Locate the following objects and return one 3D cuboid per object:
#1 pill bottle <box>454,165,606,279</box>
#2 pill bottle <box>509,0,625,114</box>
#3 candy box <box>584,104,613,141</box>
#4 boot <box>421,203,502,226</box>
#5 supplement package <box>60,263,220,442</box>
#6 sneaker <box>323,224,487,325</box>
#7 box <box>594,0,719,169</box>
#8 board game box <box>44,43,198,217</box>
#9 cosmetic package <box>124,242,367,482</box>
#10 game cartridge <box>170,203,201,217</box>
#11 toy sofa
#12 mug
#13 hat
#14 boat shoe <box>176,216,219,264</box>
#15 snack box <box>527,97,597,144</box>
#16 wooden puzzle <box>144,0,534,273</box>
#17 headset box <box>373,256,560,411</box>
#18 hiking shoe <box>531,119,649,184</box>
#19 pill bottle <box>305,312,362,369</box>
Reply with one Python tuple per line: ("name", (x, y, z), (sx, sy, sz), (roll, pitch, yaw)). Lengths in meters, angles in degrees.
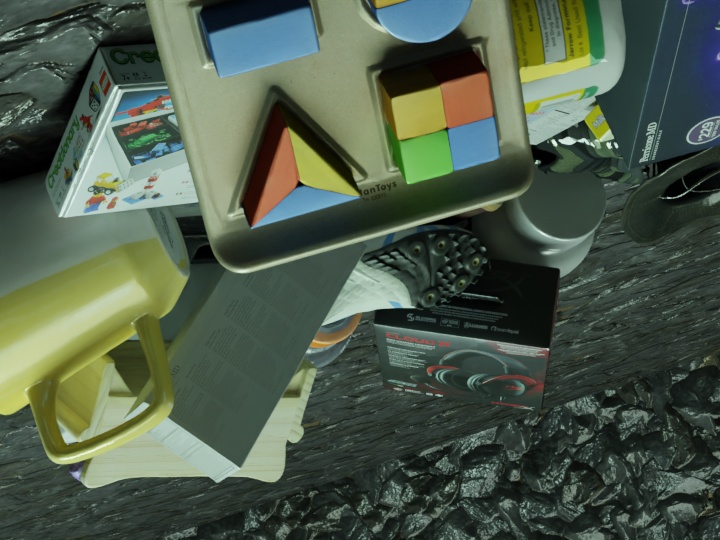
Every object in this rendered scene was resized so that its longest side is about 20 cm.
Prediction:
("pill bottle", (0.137, -0.033, 1.554), (0.110, 0.112, 0.200), (-12, 167, -20))
("pill bottle", (0.039, -0.132, 1.012), (0.199, 0.113, 0.113), (-16, 167, -8))
("candy box", (0.252, -0.146, 1.306), (0.200, 0.026, 0.102), (-17, 160, -50))
("boot", (0.029, -0.049, 1.403), (0.166, 0.073, 0.200), (-24, 174, 13))
("supplement package", (-0.181, 0.052, 1.476), (0.119, 0.122, 0.200), (-5, 162, -37))
("sneaker", (0.000, 0.000, 1.387), (0.199, 0.072, 0.073), (-13, -151, -12))
("box", (0.227, -0.162, 1.099), (0.140, 0.079, 0.200), (-13, 150, -7))
("board game box", (-0.087, -0.092, 1.122), (0.199, 0.035, 0.126), (-8, 148, -33))
("cosmetic package", (-0.079, 0.042, 1.259), (0.201, 0.082, 0.051), (-60, -167, -29))
("game cartridge", (-0.061, -0.079, 1.288), (0.199, 0.039, 0.129), (-7, 167, -39))
("toy sofa", (-0.139, 0.096, 1.320), (0.199, 0.098, 0.083), (3, -160, -40))
("mug", (-0.191, 0.013, 1.196), (0.152, 0.187, 0.150), (-24, -163, 5))
("hat", (0.295, -0.105, 1.537), (0.200, 0.081, 0.201), (-20, 160, -8))
("boat shoe", (-0.142, -0.017, 1.360), (0.199, 0.067, 0.070), (-9, 165, -34))
("snack box", (0.106, -0.119, 1.213), (0.072, 0.024, 0.200), (-27, 166, 25))
("wooden puzzle", (-0.007, -0.104, 0.923), (0.184, 0.201, 0.046), (-16, -152, -5))
("headset box", (0.091, 0.048, 1.520), (0.148, 0.075, 0.200), (8, 160, 6))
("hiking shoe", (0.175, -0.111, 1.409), (0.100, 0.076, 0.200), (1, 174, 15))
("pill bottle", (-0.070, 0.038, 1.526), (0.106, 0.107, 0.200), (-10, 176, -27))
